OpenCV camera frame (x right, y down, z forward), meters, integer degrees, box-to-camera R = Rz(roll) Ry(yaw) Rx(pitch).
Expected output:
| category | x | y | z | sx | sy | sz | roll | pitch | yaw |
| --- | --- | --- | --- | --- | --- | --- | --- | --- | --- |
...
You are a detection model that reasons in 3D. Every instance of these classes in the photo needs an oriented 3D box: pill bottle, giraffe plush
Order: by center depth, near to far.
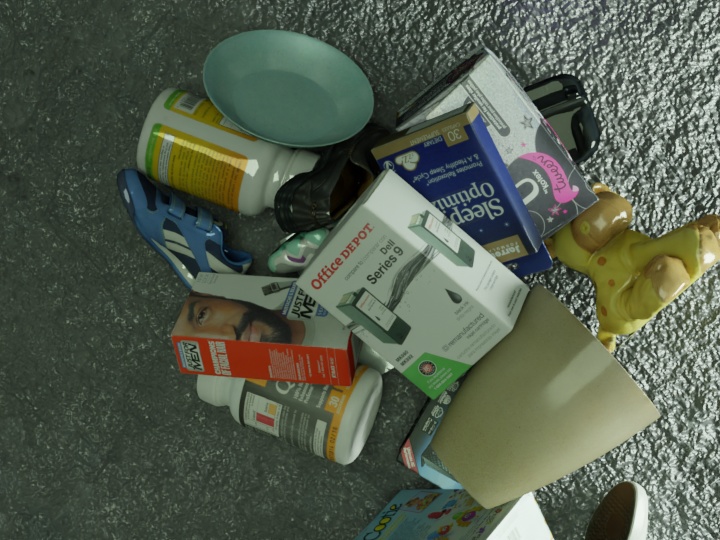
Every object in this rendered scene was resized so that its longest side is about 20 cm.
| category | x | y | z | sx | sy | sz | roll | pitch | yaw |
| --- | --- | --- | --- | --- | --- | --- | --- | --- | --- |
| giraffe plush | 0.288 | -0.023 | 1.204 | 0.162 | 0.172 | 0.200 | 50 | 132 | 12 |
| pill bottle | -0.150 | -0.130 | 1.257 | 0.198 | 0.111 | 0.112 | 21 | 96 | 6 |
| pill bottle | -0.083 | 0.141 | 1.258 | 0.198 | 0.116 | 0.117 | 19 | 96 | 14 |

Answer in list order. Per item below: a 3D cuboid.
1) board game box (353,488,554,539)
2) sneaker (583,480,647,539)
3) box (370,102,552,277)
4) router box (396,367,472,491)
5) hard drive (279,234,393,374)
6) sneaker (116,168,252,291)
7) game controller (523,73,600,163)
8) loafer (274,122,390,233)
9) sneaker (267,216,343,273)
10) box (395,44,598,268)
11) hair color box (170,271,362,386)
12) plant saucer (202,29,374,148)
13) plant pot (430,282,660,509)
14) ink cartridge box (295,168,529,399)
| category | x | y | z | sx | sy | sz | roll | pitch | yaw |
| --- | --- | --- | --- | --- | --- | --- | --- | --- | --- |
| board game box | 0.107 | 0.315 | 1.196 | 0.199 | 0.105 | 0.104 | -13 | 109 | 48 |
| sneaker | 0.308 | 0.348 | 1.260 | 0.084 | 0.073 | 0.202 | 17 | 88 | -27 |
| box | 0.109 | -0.065 | 1.127 | 0.120 | 0.032 | 0.201 | -18 | 113 | 34 |
| router box | 0.152 | 0.173 | 1.260 | 0.149 | 0.062 | 0.201 | 29 | 97 | 4 |
| hard drive | 0.009 | 0.017 | 1.289 | 0.131 | 0.026 | 0.201 | -31 | 90 | 8 |
| sneaker | -0.207 | -0.052 | 1.266 | 0.082 | 0.074 | 0.200 | -34 | 118 | 10 |
| game controller | 0.177 | -0.150 | 1.256 | 0.198 | 0.042 | 0.105 | -21 | 105 | 9 |
| loafer | -0.013 | -0.103 | 1.210 | 0.072 | 0.200 | 0.073 | 7 | 131 | 35 |
| sneaker | 0.000 | 0.000 | 1.239 | 0.199 | 0.078 | 0.141 | -23 | 100 | 20 |
| box | 0.148 | -0.127 | 1.182 | 0.132 | 0.115 | 0.200 | -37 | 103 | 13 |
| hair color box | -0.099 | 0.064 | 1.205 | 0.198 | 0.111 | 0.064 | 2 | 131 | 11 |
| plant saucer | -0.084 | -0.199 | 1.234 | 0.200 | 0.202 | 0.039 | 25 | 138 | 5 |
| plant pot | 0.176 | 0.148 | 1.131 | 0.200 | 0.187 | 0.188 | -42 | 88 | 3 |
| ink cartridge box | 0.052 | 0.016 | 1.132 | 0.200 | 0.084 | 0.146 | 39 | 129 | -4 |
